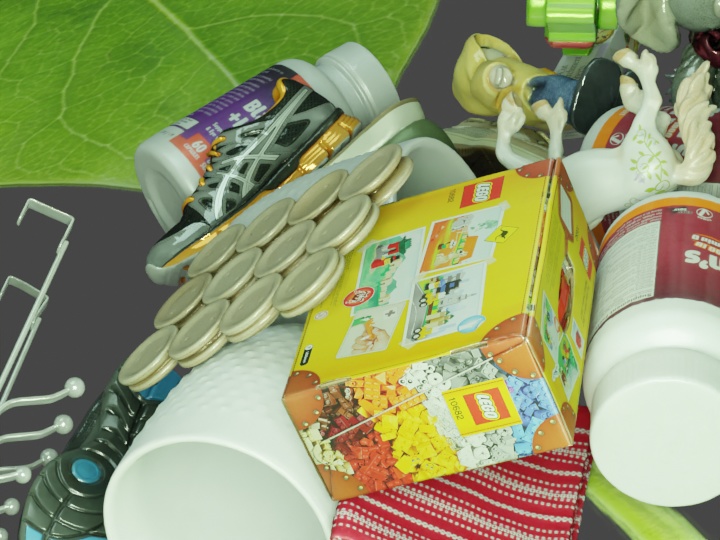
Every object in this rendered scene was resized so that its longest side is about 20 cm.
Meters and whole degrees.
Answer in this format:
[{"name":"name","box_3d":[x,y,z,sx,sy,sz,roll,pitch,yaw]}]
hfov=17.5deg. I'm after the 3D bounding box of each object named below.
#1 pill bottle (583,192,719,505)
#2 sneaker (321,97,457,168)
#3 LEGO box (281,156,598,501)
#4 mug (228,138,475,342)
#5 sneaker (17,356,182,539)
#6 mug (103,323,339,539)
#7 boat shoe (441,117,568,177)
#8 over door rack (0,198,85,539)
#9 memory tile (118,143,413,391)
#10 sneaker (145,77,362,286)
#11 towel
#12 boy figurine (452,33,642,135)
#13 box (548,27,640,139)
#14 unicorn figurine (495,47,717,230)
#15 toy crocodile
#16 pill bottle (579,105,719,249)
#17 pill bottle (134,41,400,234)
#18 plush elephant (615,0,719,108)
[{"name":"pill bottle","box_3d":[0.191,0.046,1.411,0.110,0.110,0.200,-12,29,17]},{"name":"sneaker","box_3d":[-0.005,-0.030,1.735,0.200,0.090,0.067,-43,-14,7]},{"name":"LEGO box","box_3d":[0.051,0.030,1.362,0.149,0.077,0.200,-15,28,19]},{"name":"mug","box_3d":[0.000,0.000,1.608,0.175,0.148,0.200,-16,0,29]},{"name":"sneaker","box_3d":[-0.173,0.144,1.549,0.082,0.073,0.200,-56,1,38]},{"name":"mug","box_3d":[-0.073,0.129,1.448,0.200,0.148,0.175,-41,10,34]},{"name":"boat shoe","box_3d":[0.117,-0.080,1.745,0.065,0.072,0.200,-34,25,-21]},{"name":"over door rack","box_3d":[-0.221,0.073,1.568,0.067,0.148,0.200,13,63,-10]},{"name":"memory tile","box_3d":[-0.059,-0.001,1.444,0.200,0.017,0.153,-26,25,42]},{"name":"sneaker","box_3d":[-0.091,-0.064,1.750,0.200,0.077,0.078,-42,-8,-21]},{"name":"towel","box_3d":[0.066,0.121,1.384,0.145,0.022,0.200,23,35,-3]},{"name":"boy figurine","box_3d":[0.138,-0.135,1.752,0.124,0.064,0.200,12,6,-30]},{"name":"box","box_3d":[0.193,-0.173,1.887,0.041,0.039,0.200,-5,32,28]},{"name":"unicorn figurine","box_3d":[0.145,-0.058,1.533,0.200,0.074,0.137,-28,64,37]},{"name":"toy crocodile","box_3d":[0.159,-0.191,1.763,0.067,0.062,0.200,1,7,3]},{"name":"pill bottle","box_3d":[0.251,-0.053,1.562,0.200,0.110,0.110,6,38,41]},{"name":"pill bottle","box_3d":[-0.069,-0.099,1.855,0.200,0.111,0.111,-33,30,-21]},{"name":"plush elephant","box_3d":[0.279,-0.171,1.700,0.165,0.155,0.200,-33,31,-22]}]
